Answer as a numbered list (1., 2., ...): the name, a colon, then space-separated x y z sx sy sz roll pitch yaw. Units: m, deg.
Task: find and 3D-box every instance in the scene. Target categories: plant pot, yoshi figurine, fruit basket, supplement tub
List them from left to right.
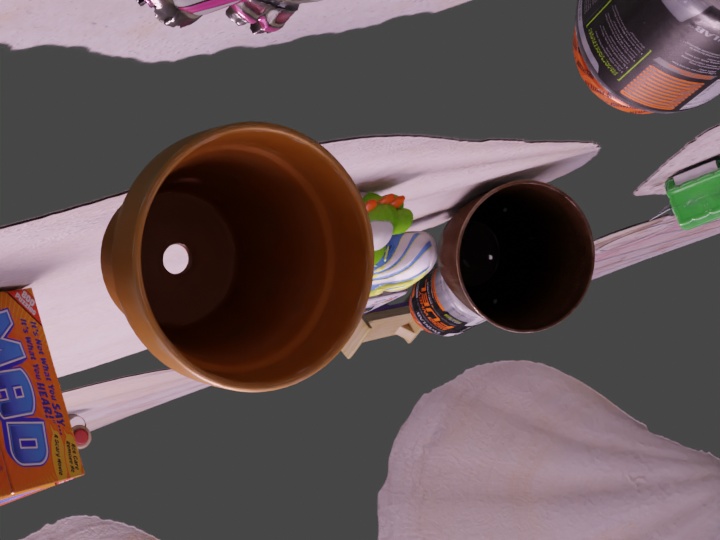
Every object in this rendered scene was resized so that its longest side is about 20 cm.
1. plant pot: -0.119 -0.011 1.123 0.199 0.201 0.183 -14 -172 -29
2. yoshi figurine: -0.031 -0.027 1.499 0.199 0.113 0.112 -15 -172 -40
3. supplement tub: 0.158 0.038 2.306 0.122 0.123 0.200 -15 171 -21
4. plant pot: 0.176 -0.021 1.824 0.186 0.188 0.200 -16 -173 -16
5. supplement tub: 0.212 -0.176 0.903 0.122 0.123 0.200 -16 173 -13
6. fruit basket: 0.564 -0.137 2.253 0.185 0.094 0.200 -22 -173 29

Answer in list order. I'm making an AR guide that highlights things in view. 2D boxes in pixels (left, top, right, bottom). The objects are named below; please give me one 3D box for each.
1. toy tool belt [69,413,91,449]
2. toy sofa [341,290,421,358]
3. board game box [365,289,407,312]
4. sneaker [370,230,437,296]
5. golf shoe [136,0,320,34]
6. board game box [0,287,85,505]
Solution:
1. toy tool belt: -0.606 0.346 2.707 0.199 0.126 0.123 -16 -179 -20
2. toy sofa: 0.029 0.085 2.562 0.199 0.098 0.083 -9 144 -50
3. board game box: -0.035 0.055 2.304 0.199 0.035 0.126 -11 169 -45
4. sneaker: 0.000 0.000 1.838 0.199 0.076 0.105 -21 171 26
5. golf shoe: -0.050 -0.157 0.630 0.092 0.073 0.200 -27 180 20
6. board game box: -0.433 0.149 1.391 0.199 0.201 0.199 -23 171 32
